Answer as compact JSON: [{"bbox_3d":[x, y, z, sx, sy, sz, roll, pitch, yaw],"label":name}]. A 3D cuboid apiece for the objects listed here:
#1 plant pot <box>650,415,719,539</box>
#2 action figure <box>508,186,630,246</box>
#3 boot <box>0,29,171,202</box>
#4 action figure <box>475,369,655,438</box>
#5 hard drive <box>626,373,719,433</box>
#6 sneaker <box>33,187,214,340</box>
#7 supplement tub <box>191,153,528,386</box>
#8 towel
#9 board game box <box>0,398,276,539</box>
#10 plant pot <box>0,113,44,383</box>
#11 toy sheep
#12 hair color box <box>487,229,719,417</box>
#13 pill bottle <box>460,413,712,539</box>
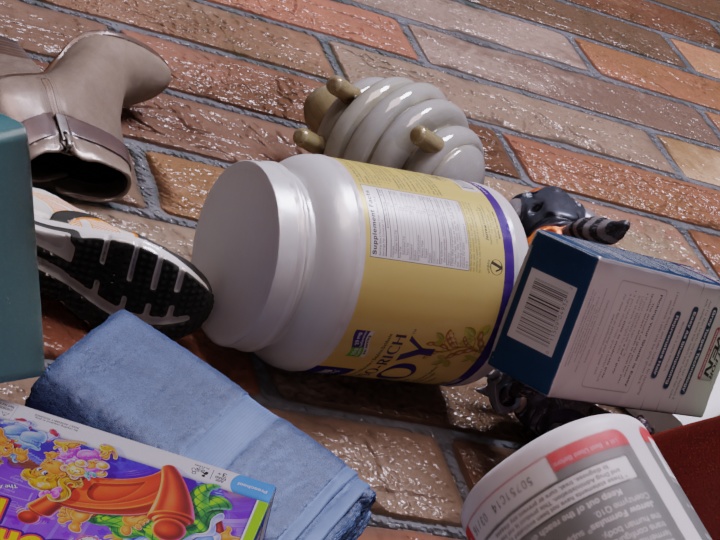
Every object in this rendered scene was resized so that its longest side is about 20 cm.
[{"bbox_3d":[0.263,0.180,0.984,0.199,0.176,0.201,15,51,-29],"label":"plant pot"},{"bbox_3d":[0.183,-0.016,1.357,0.198,0.105,0.194,8,18,-15],"label":"action figure"},{"bbox_3d":[-0.203,-0.111,1.268,0.199,0.070,0.147,0,45,-39],"label":"boot"},{"bbox_3d":[0.149,0.118,1.179,0.129,0.070,0.200,13,28,-15],"label":"action figure"},{"bbox_3d":[0.258,0.073,1.392,0.132,0.027,0.199,41,32,25],"label":"hard drive"},{"bbox_3d":[-0.187,-0.017,1.106,0.199,0.074,0.080,21,27,-12],"label":"sneaker"},{"bbox_3d":[0.000,0.000,1.162,0.199,0.146,0.146,7,34,-32],"label":"supplement tub"},{"bbox_3d":[-0.094,0.110,1.000,0.199,0.049,0.112,35,33,11],"label":"towel"},{"bbox_3d":[-0.156,0.134,0.873,0.199,0.045,0.135,17,28,3],"label":"board game box"},{"bbox_3d":[-0.291,-0.007,0.904,0.199,0.142,0.141,-15,25,-32],"label":"plant pot"},{"bbox_3d":[0.031,-0.089,1.355,0.200,0.139,0.137,39,30,28],"label":"toy sheep"},{"bbox_3d":[0.183,0.040,1.186,0.060,0.101,0.199,27,11,41],"label":"hair color box"},{"bbox_3d":[0.143,0.185,0.875,0.113,0.114,0.201,0,52,-41],"label":"pill bottle"}]
